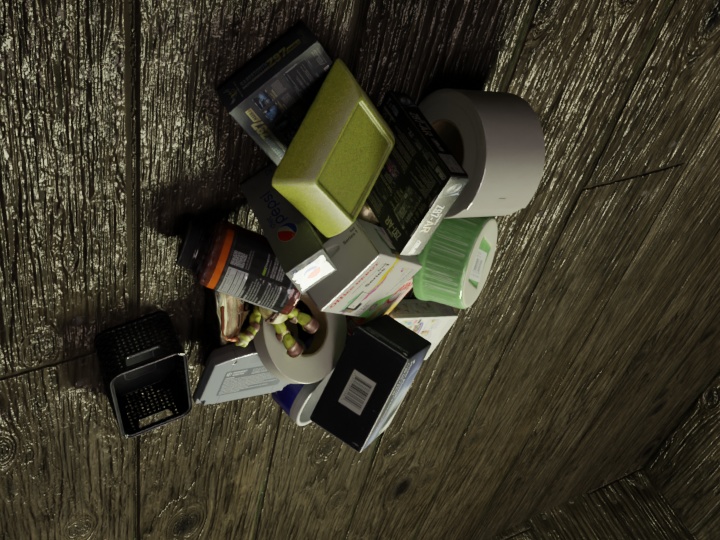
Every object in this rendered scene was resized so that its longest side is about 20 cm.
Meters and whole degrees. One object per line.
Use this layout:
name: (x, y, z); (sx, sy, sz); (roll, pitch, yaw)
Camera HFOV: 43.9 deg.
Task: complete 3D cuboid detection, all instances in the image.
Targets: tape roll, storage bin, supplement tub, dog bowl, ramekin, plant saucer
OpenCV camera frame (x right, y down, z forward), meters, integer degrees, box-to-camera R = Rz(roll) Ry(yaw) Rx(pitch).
tape roll: (0.182, -0.189, 1.452); (0.137, 0.204, 0.205); (-4, 138, -36)
storage bin: (-0.372, 0.183, 1.545); (0.133, 0.095, 0.202); (-19, 146, -21)
supplement tub: (-0.184, -0.011, 1.397); (0.196, 0.108, 0.108); (21, 126, -15)
dog bowl: (-0.083, 0.208, 1.788); (0.200, 0.078, 0.201); (-45, 162, -18)
ramekin: (0.181, -0.028, 1.665); (0.201, 0.096, 0.203); (-50, 150, -42)
plant saucer: (-0.023, -0.163, 1.289); (0.203, 0.047, 0.200); (-62, 150, -8)
tape roll: (-0.106, 0.099, 1.595); (0.200, 0.208, 0.037); (4, 171, -44)

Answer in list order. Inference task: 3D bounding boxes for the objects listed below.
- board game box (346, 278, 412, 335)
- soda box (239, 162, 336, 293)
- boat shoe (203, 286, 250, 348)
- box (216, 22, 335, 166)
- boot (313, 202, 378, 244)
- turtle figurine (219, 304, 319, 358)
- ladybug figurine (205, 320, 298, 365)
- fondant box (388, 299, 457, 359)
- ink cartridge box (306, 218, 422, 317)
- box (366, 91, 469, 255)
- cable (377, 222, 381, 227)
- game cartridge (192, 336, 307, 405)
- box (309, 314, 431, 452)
board game box: (0.057, 0.028, 1.721); (0.201, 0.046, 0.151); (-50, 166, 24)
soda box: (-0.111, -0.066, 1.349); (0.068, 0.202, 0.064); (-33, 144, 2)
boat shoe: (-0.225, 0.073, 1.551); (0.073, 0.076, 0.202); (-21, 146, -23)
box: (-0.092, -0.237, 1.286); (0.157, 0.051, 0.200); (-38, 148, 5)
boot: (-0.050, -0.083, 1.503); (0.155, 0.073, 0.199); (-42, 148, 14)
turtle figurine: (-0.139, 0.059, 1.498); (0.064, 0.203, 0.161); (-8, 138, 45)
ladybug figurine: (-0.200, 0.161, 1.687); (0.197, 0.073, 0.137); (-31, 148, -5)
fondant box: (0.096, 0.130, 1.923); (0.197, 0.059, 0.145); (-1, 135, -42)
ink cartridge box: (0.000, 0.000, 1.529); (0.145, 0.085, 0.199); (-43, 159, 15)
box: (0.068, -0.152, 1.399); (0.043, 0.202, 0.162); (0, 135, -39)
cable: (0.036, -0.081, 1.626); (0.095, 0.051, 0.203); (-6, 129, -28)
game cartridge: (-0.196, 0.176, 1.608); (0.197, 0.041, 0.134); (-6, 141, -39)
box: (0.025, 0.206, 1.690); (0.203, 0.122, 0.198); (-63, 167, 12)
